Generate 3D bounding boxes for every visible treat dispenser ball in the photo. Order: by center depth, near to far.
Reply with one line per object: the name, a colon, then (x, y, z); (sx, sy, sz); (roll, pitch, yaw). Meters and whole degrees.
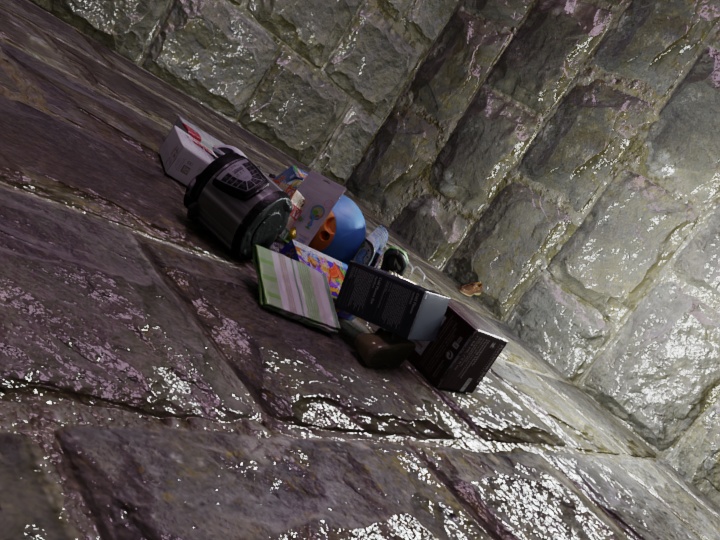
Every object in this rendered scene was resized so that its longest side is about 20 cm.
treat dispenser ball: (-0.083, -0.104, 1.788); (0.199, 0.203, 0.201); (34, 9, -6)

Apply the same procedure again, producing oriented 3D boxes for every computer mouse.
computer mouse: (-0.303, -0.280, 1.781); (0.198, 0.044, 0.110); (35, -7, -3)

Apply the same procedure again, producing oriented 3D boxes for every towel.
towel: (-0.129, 0.040, 1.324); (0.198, 0.031, 0.152); (25, 37, -42)

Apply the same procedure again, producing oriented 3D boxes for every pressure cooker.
pressure cooker: (-0.265, -0.143, 1.412); (0.199, 0.180, 0.176); (40, 6, 16)

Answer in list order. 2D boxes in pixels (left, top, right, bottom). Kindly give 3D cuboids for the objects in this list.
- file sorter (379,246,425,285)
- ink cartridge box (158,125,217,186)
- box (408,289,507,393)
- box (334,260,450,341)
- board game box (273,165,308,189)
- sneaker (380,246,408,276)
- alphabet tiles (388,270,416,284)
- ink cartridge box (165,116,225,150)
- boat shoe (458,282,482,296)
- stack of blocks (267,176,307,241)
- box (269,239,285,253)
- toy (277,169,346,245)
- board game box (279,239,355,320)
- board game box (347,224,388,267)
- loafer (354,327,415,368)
file sorter: (0.085, 0.003, 2.109); (0.198, 0.126, 0.139); (32, 9, -17)
ink cartridge box: (-0.420, -0.270, 1.742); (0.174, 0.085, 0.200); (33, 10, -31)
box: (0.221, 0.176, 1.628); (0.164, 0.168, 0.198); (40, 11, 35)
box: (0.072, 0.068, 1.432); (0.179, 0.106, 0.199); (21, 2, 24)
board game box: (-0.214, -0.192, 1.765); (0.135, 0.198, 0.035); (16, 46, -61)
sneaker: (0.075, 0.025, 1.796); (0.075, 0.203, 0.085); (18, 37, 1)
alphabet tiles: (0.131, 0.107, 1.776); (0.198, 0.007, 0.172); (25, 58, -50)
ink cartridge box: (-0.463, -0.354, 1.998); (0.198, 0.084, 0.146); (29, 11, -36)
boat shoe: (0.593, 0.093, 3.594); (0.072, 0.069, 0.198); (38, 24, 32)
stack of blocks: (-0.239, -0.167, 1.652); (0.197, 0.117, 0.059); (26, -8, 33)
box: (-0.208, -0.047, 1.575); (0.198, 0.036, 0.143); (33, 9, -13)
toy: (-0.130, -0.141, 1.676); (0.114, 0.202, 0.047); (28, -19, 20)
board game box: (-0.085, 0.024, 1.508); (0.198, 0.044, 0.136); (25, 35, -50)
board game box: (0.000, 0.000, 1.737); (0.061, 0.202, 0.200); (33, 23, 3)
loafer: (0.053, 0.156, 1.397); (0.068, 0.076, 0.199); (47, 13, 24)
